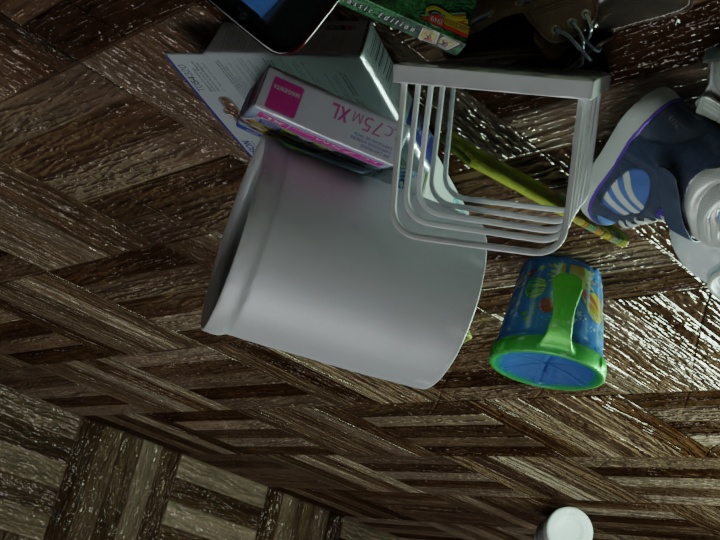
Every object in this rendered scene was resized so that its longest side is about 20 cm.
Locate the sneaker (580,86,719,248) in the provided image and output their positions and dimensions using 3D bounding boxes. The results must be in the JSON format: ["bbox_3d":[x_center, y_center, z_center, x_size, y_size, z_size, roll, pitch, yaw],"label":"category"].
[{"bbox_3d":[0.272,-0.054,0.939,0.147,0.080,0.200,53,162,19],"label":"sneaker"}]

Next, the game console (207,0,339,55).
[{"bbox_3d":[-0.059,-0.249,0.614,0.200,0.119,0.172,38,157,-14],"label":"game console"}]

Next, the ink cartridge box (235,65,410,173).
[{"bbox_3d":[-0.040,-0.120,0.906,0.119,0.042,0.200,22,180,-12],"label":"ink cartridge box"}]

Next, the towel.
[{"bbox_3d":[0.171,-0.080,1.052,0.200,0.018,0.086,24,-166,-25],"label":"towel"}]

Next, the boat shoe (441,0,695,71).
[{"bbox_3d":[0.150,-0.183,0.786,0.199,0.073,0.072,-1,155,34],"label":"boat shoe"}]

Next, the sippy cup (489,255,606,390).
[{"bbox_3d":[0.228,0.058,1.268,0.139,0.131,0.178,24,157,-27],"label":"sippy cup"}]

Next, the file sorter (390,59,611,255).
[{"bbox_3d":[0.111,-0.096,0.837,0.138,0.125,0.200,8,-166,14],"label":"file sorter"}]

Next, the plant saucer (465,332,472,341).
[{"bbox_3d":[0.034,0.066,1.522,0.199,0.048,0.200,19,158,-14],"label":"plant saucer"}]

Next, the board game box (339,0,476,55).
[{"bbox_3d":[-0.008,-0.229,0.722,0.199,0.105,0.023,20,164,-17],"label":"board game box"}]

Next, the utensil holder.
[{"bbox_3d":[-0.015,-0.002,0.916,0.199,0.171,0.170,18,159,-11],"label":"utensil holder"}]

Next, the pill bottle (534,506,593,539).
[{"bbox_3d":[0.485,0.642,2.612,0.113,0.114,0.200,13,159,2],"label":"pill bottle"}]

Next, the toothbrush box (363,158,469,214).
[{"bbox_3d":[-0.001,-0.064,1.163,0.199,0.086,0.146,4,155,26],"label":"toothbrush box"}]

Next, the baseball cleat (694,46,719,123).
[{"bbox_3d":[0.334,-0.123,0.860,0.106,0.070,0.200,12,159,44],"label":"baseball cleat"}]

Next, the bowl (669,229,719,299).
[{"bbox_3d":[0.384,-0.022,1.029,0.200,0.091,0.201,12,158,5],"label":"bowl"}]

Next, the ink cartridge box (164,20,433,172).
[{"bbox_3d":[-0.050,-0.161,1.011,0.199,0.043,0.196,7,158,25],"label":"ink cartridge box"}]
